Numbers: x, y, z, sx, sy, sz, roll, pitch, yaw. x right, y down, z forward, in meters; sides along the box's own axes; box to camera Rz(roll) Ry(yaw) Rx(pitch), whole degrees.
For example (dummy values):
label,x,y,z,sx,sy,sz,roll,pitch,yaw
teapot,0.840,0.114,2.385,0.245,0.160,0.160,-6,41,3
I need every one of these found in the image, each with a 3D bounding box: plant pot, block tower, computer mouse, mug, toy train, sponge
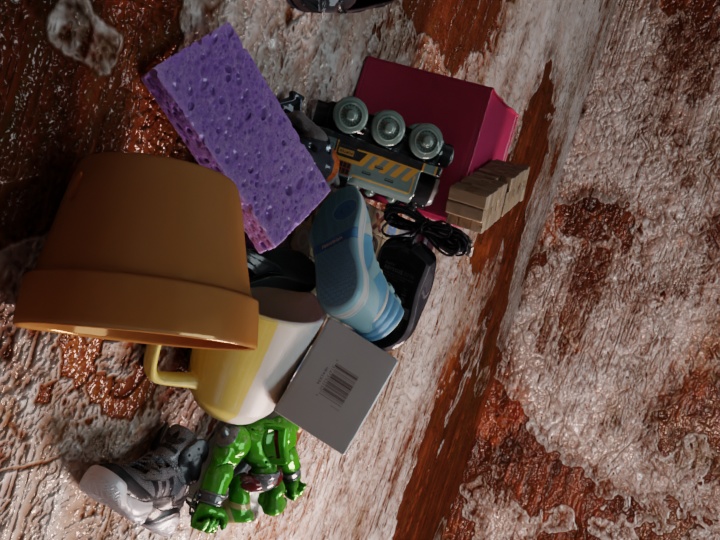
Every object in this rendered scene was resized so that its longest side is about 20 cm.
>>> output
label,x,y,z,sx,sy,sz,roll,pitch,yaw
plant pot,-0.178,-0.012,0.649,0.200,0.197,0.143,28,67,-68
block tower,0.177,-0.106,1.059,0.199,0.057,0.055,-31,136,-56
computer mouse,0.064,0.017,1.058,0.053,0.137,0.202,7,109,-65
mug,-0.150,0.087,0.897,0.150,0.184,0.155,-106,-144,-69
toy train,0.022,-0.154,1.010,0.085,0.197,0.116,-123,-130,-77
sponge,-0.114,-0.130,0.753,0.201,0.030,0.112,57,47,-20

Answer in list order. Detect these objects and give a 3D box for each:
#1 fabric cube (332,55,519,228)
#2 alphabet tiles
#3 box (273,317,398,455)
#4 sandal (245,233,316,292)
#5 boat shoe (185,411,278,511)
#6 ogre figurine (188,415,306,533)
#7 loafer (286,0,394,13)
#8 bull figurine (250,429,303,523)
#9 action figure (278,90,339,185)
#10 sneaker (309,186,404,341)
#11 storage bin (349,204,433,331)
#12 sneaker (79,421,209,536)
label,x,y,z,sx,sy,sz,roll,pitch,yaw
fabric cube,0.101,-0.182,1.153,0.199,0.197,0.199,4,105,-68
alphabet tiles,-0.024,-0.017,1.037,0.199,0.007,0.170,25,80,-49
box,-0.029,0.140,0.955,0.125,0.097,0.200,-59,177,-7
sandal,-0.119,-0.017,0.872,0.199,0.076,0.048,3,134,-50
boat shoe,-0.163,0.239,1.035,0.200,0.075,0.061,-43,147,-29
ogre figurine,-0.127,0.242,0.946,0.198,0.097,0.122,6,92,-39
loafer,-0.017,-0.342,0.915,0.200,0.062,0.073,-33,138,-58
bull figurine,-0.135,0.264,1.122,0.202,0.064,0.122,-64,161,-20
action figure,-0.091,-0.101,0.889,0.192,0.104,0.203,-15,119,-53
sneaker,0.000,0.000,0.962,0.131,0.079,0.202,47,33,-42
storage bin,-0.002,-0.006,1.162,0.134,0.144,0.202,32,77,-40
sneaker,-0.232,0.217,0.846,0.115,0.075,0.201,-62,163,-23
